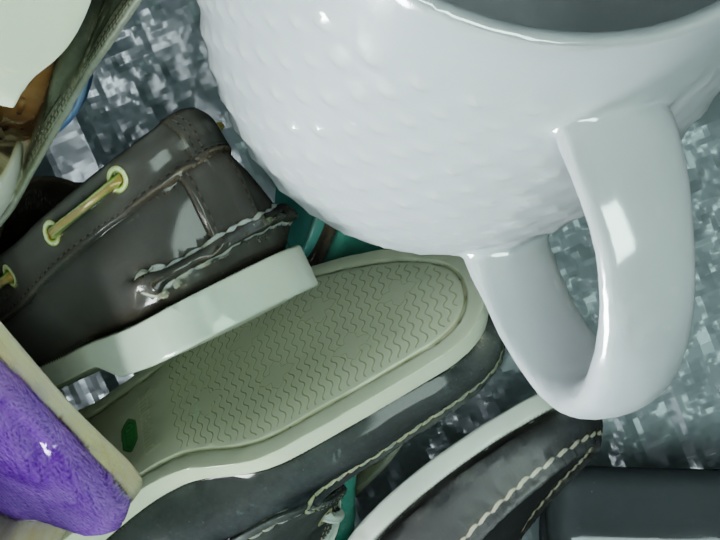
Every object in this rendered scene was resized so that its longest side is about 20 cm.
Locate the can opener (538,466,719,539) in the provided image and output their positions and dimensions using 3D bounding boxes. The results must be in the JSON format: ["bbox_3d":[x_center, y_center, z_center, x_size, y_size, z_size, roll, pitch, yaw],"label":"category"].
[{"bbox_3d":[0.158,0.066,0.958,0.199,0.053,0.067,1,77,-1],"label":"can opener"}]

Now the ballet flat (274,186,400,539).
[{"bbox_3d":[0.000,0.000,0.923,0.070,0.067,0.201,10,113,-19],"label":"ballet flat"}]

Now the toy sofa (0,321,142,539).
[{"bbox_3d":[-0.156,0.029,0.801,0.097,0.083,0.200,3,139,43],"label":"toy sofa"}]

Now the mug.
[{"bbox_3d":[0.036,-0.059,0.753,0.147,0.175,0.201,-14,70,-16],"label":"mug"}]

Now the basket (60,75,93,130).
[{"bbox_3d":[-0.159,-0.139,0.828,0.175,0.139,0.201,3,106,-2],"label":"basket"}]

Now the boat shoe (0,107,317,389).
[{"bbox_3d":[-0.081,0.000,0.872,0.072,0.201,0.061,-27,95,-32],"label":"boat shoe"}]

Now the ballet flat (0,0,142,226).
[{"bbox_3d":[-0.104,-0.052,0.783,0.067,0.064,0.200,20,127,-19],"label":"ballet flat"}]

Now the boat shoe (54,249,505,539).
[{"bbox_3d":[-0.034,0.058,0.883,0.200,0.072,0.068,-32,125,24],"label":"boat shoe"}]

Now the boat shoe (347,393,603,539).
[{"bbox_3d":[0.013,0.112,0.935,0.200,0.074,0.060,-45,72,21],"label":"boat shoe"}]
